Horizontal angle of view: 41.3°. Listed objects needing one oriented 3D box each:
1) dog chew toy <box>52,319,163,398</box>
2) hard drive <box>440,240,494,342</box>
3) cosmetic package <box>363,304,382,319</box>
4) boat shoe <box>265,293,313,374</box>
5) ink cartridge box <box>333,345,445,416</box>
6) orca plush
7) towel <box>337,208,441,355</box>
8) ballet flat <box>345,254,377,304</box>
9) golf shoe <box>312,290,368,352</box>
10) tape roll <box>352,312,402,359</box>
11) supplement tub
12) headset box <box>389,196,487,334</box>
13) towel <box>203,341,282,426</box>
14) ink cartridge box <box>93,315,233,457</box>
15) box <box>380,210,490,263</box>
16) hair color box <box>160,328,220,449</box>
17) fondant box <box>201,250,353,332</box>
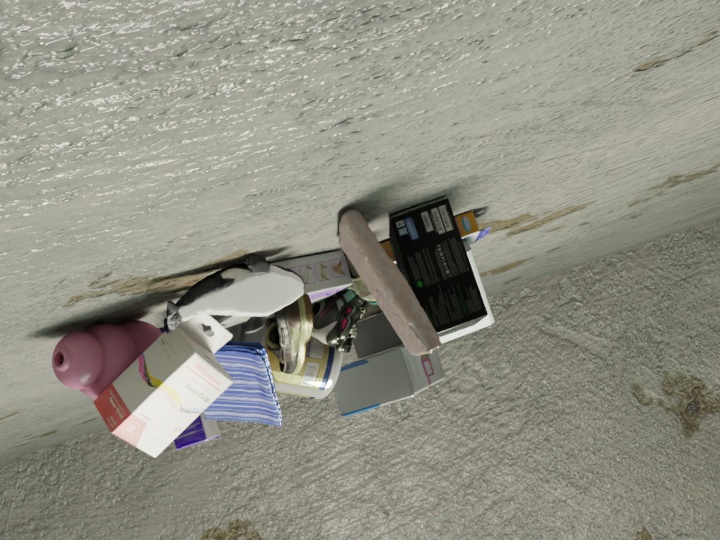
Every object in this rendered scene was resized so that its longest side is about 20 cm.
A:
[{"bbox_3d":[-0.363,0.132,1.380,0.123,0.127,0.199,-22,164,25],"label":"dog chew toy"},{"bbox_3d":[0.143,0.044,1.601,0.129,0.027,0.201,-21,137,5],"label":"hard drive"},{"bbox_3d":[0.014,0.037,1.713,0.196,0.089,0.103,-20,173,12],"label":"cosmetic package"},{"bbox_3d":[-0.112,0.097,1.437,0.063,0.074,0.201,-1,147,-12],"label":"boat shoe"},{"bbox_3d":[0.052,0.185,1.687,0.142,0.086,0.199,-19,174,20],"label":"ink cartridge box"},{"bbox_3d":[-0.177,0.033,1.293,0.197,0.107,0.071,-27,-150,-20],"label":"orca plush"},{"bbox_3d":[0.035,0.021,1.256,0.032,0.202,0.191,-33,176,-6],"label":"towel"},{"bbox_3d":[0.000,0.000,1.502,0.066,0.063,0.199,-24,-162,-17],"label":"ballet flat"},{"bbox_3d":[-0.032,0.052,1.573,0.086,0.079,0.201,14,-150,8],"label":"golf shoe"},{"bbox_3d":[0.079,0.104,1.780,0.196,0.067,0.200,-19,176,-1],"label":"tape roll"},{"bbox_3d":[-0.140,0.130,1.594,0.196,0.148,0.144,12,161,-20],"label":"supplement tub"},{"bbox_3d":[0.109,0.006,1.402,0.091,0.178,0.200,-18,174,-1],"label":"headset box"},{"bbox_3d":[-0.205,0.183,1.527,0.141,0.024,0.202,2,135,11],"label":"towel"},{"bbox_3d":[-0.263,0.158,1.353,0.200,0.067,0.117,-45,145,-3],"label":"ink cartridge box"},{"bbox_3d":[0.116,-0.046,1.570,0.196,0.042,0.119,-21,172,-1],"label":"box"},{"bbox_3d":[-0.309,0.203,1.665,0.063,0.204,0.109,-16,173,2],"label":"hair color box"},{"bbox_3d":[-0.130,0.031,1.441,0.198,0.059,0.143,-13,170,-43],"label":"fondant box"}]
